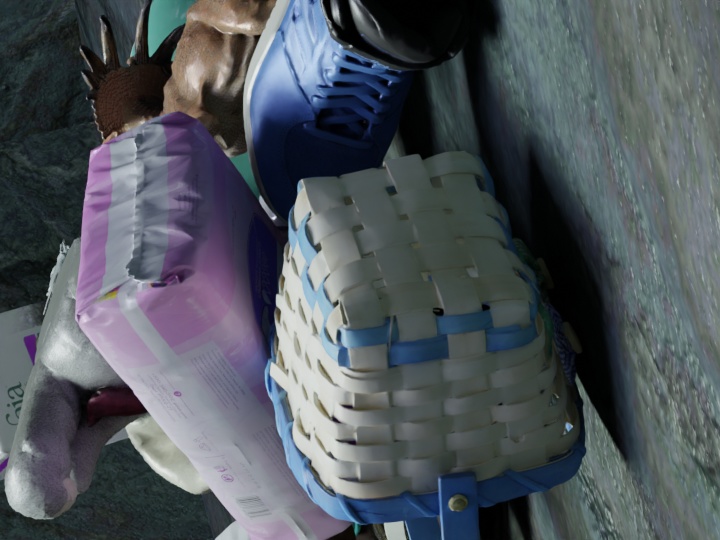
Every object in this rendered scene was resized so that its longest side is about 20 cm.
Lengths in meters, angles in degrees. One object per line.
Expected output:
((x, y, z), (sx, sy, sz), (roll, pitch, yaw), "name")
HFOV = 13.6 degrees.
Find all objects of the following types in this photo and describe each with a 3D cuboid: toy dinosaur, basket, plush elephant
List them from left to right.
((-0.096, 0.051, 1.633), (0.200, 0.154, 0.165), (-103, 33, -71), "plush elephant")
((-0.070, -0.111, 1.544), (0.086, 0.200, 0.136), (35, -169, -46), "toy dinosaur")
((0.030, 0.064, 1.373), (0.177, 0.138, 0.201), (-108, 15, -51), "basket")

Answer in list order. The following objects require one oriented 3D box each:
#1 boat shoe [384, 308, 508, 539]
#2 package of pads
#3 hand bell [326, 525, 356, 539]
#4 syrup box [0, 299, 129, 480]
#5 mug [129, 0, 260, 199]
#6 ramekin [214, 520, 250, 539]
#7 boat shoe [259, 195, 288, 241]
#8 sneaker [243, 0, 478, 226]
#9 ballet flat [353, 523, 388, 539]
((0.047, 0.064, 1.576), (0.072, 0.060, 0.202), (-54, -32, -48), "boat shoe")
((-0.064, 0.033, 1.471), (0.200, 0.075, 0.121), (55, -154, -39), "package of pads")
((-0.003, 0.163, 1.494), (0.200, 0.104, 0.104), (-117, 16, -50), "hand bell")
((-0.146, 0.054, 1.756), (0.081, 0.199, 0.079), (-40, 70, 59), "syrup box")
((-0.058, -0.102, 1.681), (0.185, 0.114, 0.153), (-55, -43, -67), "mug")
((-0.018, 0.230, 1.821), (0.098, 0.199, 0.201), (-101, 2, -66), "ramekin")
((0.000, 0.000, 1.586), (0.200, 0.073, 0.066), (23, -113, -67), "boat shoe")
((-0.001, -0.101, 1.420), (0.111, 0.076, 0.201), (-121, 46, -66), "sneaker")
((-0.005, 0.128, 1.649), (0.200, 0.068, 0.067), (95, -165, -53), "ballet flat")
